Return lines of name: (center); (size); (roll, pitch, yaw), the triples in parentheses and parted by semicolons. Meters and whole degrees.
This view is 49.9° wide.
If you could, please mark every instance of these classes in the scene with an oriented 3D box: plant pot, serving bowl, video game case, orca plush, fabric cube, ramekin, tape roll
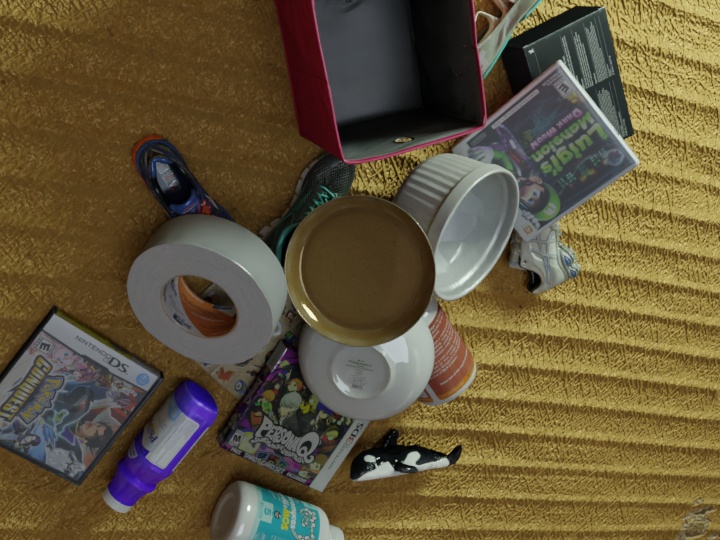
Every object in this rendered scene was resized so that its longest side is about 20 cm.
plant pot: (0.000, 0.000, 1.012); (0.198, 0.027, 0.202); (2, 102, 8)
serving bowl: (0.004, 0.129, 1.085); (0.198, 0.066, 0.202); (3, 110, 7)
video game case: (-0.404, 0.177, 1.063); (0.180, 0.025, 0.200); (38, 92, -27)
orca plush: (0.071, 0.292, 1.253); (0.198, 0.105, 0.072); (-4, 78, -16)
fabric cube: (0.019, -0.265, 0.972); (0.195, 0.199, 0.202); (-17, 113, -15)
ramekin: (0.125, -0.068, 1.093); (0.200, 0.105, 0.201); (-33, 139, -34)
video game case: (-0.089, 0.227, 1.185); (0.199, 0.036, 0.182); (33, 94, -28)
tape roll: (-0.198, 0.028, 1.005); (0.198, 0.066, 0.202); (8, 128, 10)
video game case: (0.260, -0.165, 1.106); (0.200, 0.023, 0.182); (-37, 97, 30)

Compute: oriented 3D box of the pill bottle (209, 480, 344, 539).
pill bottle: (-0.124, 0.406, 1.196); (0.199, 0.111, 0.111); (27, 97, -26)

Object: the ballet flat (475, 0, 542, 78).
ballet flat: (0.198, -0.356, 1.082); (0.064, 0.067, 0.201); (37, 92, -16)

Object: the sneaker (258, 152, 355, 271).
sneaker: (-0.067, -0.072, 1.065); (0.077, 0.091, 0.201); (33, 94, -27)

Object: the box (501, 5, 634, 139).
box: (0.306, -0.266, 1.143); (0.140, 0.079, 0.201); (-29, 116, -11)

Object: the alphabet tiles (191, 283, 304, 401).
alphabet tiles: (-0.162, 0.095, 1.135); (0.166, 0.006, 0.200); (-44, 117, -1)

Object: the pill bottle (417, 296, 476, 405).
pill bottle: (0.085, 0.099, 1.167); (0.112, 0.112, 0.201); (-37, 116, -5)

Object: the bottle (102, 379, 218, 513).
bottle: (-0.287, 0.253, 1.100); (0.065, 0.084, 0.200); (39, 93, -27)

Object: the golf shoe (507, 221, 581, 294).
golf shoe: (0.266, -0.045, 1.208); (0.097, 0.078, 0.201); (-35, 115, 1)

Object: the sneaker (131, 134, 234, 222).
sneaker: (-0.226, -0.082, 1.011); (0.075, 0.078, 0.200); (-40, 116, -3)
